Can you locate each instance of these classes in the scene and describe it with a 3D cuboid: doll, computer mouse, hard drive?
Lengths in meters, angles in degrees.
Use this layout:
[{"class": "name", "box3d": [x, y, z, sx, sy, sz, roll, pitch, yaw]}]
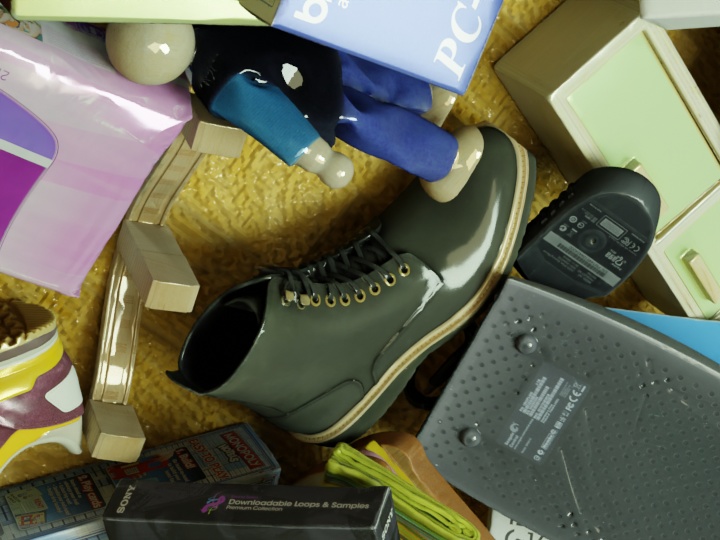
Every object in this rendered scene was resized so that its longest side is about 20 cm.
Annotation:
[{"class": "doll", "box3d": [-0.029, -0.086, 0.771, 0.199, 0.137, 0.048, 16, 130, -39]}, {"class": "computer mouse", "box3d": [0.089, 0.010, 0.911, 0.059, 0.034, 0.200, 35, 123, -20]}, {"class": "hard drive", "box3d": [0.141, 0.091, 0.893, 0.199, 0.042, 0.135, 27, 115, -2]}]

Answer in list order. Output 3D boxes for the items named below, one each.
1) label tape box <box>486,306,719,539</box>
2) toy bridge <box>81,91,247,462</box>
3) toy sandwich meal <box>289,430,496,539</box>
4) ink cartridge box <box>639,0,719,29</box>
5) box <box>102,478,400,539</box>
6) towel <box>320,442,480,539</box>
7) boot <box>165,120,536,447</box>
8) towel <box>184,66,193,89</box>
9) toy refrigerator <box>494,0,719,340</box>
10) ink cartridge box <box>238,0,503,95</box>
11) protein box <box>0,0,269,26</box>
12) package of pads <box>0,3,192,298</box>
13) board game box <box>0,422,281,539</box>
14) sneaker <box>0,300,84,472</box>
[{"class": "label tape box", "box3d": [0.149, 0.125, 0.964, 0.143, 0.066, 0.201, 7, 116, 6]}, {"class": "toy bridge", "box3d": [-0.103, -0.004, 0.824, 0.027, 0.067, 0.201, 8, 117, -27]}, {"class": "toy sandwich meal", "box3d": [0.036, 0.183, 0.914, 0.070, 0.204, 0.206, -51, 131, -40]}, {"class": "ink cartridge box", "box3d": [0.208, -0.224, 0.798, 0.145, 0.084, 0.201, -1, 94, 19]}, {"class": "box", "box3d": [-0.041, 0.194, 0.843, 0.142, 0.036, 0.201, -1, 121, 16]}, {"class": "towel", "box3d": [0.000, 0.178, 0.862, 0.018, 0.086, 0.200, -44, 159, -44]}, {"class": "boot", "box3d": [0.000, 0.000, 0.844, 0.200, 0.077, 0.138, -58, 147, 5]}, {"class": "towel", "box3d": [-0.056, -0.195, 0.793, 0.143, 0.023, 0.201, -29, 121, -11]}, {"class": "toy refrigerator", "box3d": [0.165, -0.058, 0.930, 0.076, 0.070, 0.200, -41, 123, -5]}, {"class": "ink cartridge box", "box3d": [0.034, -0.179, 0.644, 0.094, 0.044, 0.201, 15, 104, -29]}, {"class": "protein box", "box3d": [-0.060, -0.214, 0.691, 0.199, 0.135, 0.199, -3, 113, -25]}, {"class": "package of pads", "box3d": [-0.188, -0.073, 0.742, 0.199, 0.076, 0.121, 22, 115, -30]}, {"class": "board game box", "box3d": [-0.124, 0.180, 0.900, 0.199, 0.062, 0.201, -26, 120, -12]}, {"class": "sneaker", "box3d": [-0.231, 0.090, 0.802, 0.199, 0.075, 0.090, -20, 113, -16]}]
